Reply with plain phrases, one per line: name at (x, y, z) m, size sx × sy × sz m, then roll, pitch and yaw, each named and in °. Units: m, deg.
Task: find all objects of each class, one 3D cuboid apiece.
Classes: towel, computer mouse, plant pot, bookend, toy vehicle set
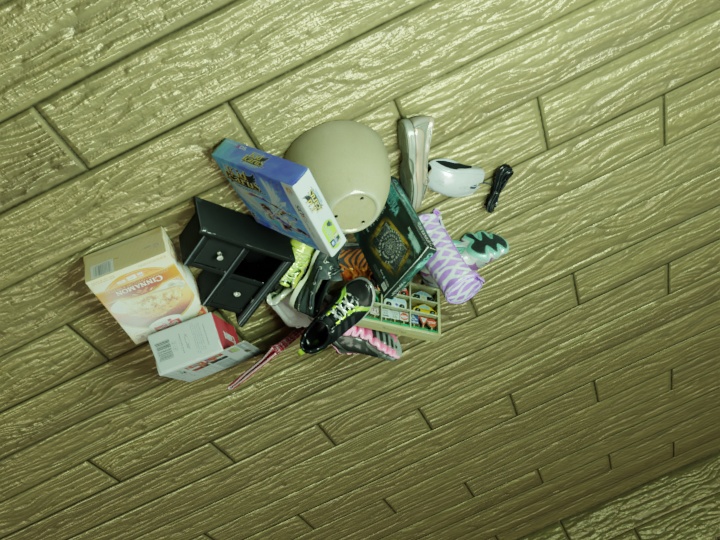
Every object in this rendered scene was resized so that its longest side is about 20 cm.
towel at (-0.192, 0.179, 1.572) m, size 0.145 × 0.022 × 0.200 m, roll -40°, pitch 179°, yaw 20°
computer mouse at (0.207, -0.169, 1.450) m, size 0.200 × 0.044 × 0.110 m, roll 5°, pitch 133°, yaw -27°
plant pot at (-0.030, -0.144, 1.307) m, size 0.200 × 0.135 × 0.200 m, roll -12°, pitch 137°, yaw -11°
bookend at (-0.261, -0.010, 1.382) m, size 0.200 × 0.092 × 0.199 m, roll 20°, pitch 125°, yaw -36°
toy vehicle set at (0.071, 0.074, 1.552) m, size 0.200 × 0.124 × 0.027 m, roll 12°, pitch 140°, yaw -13°

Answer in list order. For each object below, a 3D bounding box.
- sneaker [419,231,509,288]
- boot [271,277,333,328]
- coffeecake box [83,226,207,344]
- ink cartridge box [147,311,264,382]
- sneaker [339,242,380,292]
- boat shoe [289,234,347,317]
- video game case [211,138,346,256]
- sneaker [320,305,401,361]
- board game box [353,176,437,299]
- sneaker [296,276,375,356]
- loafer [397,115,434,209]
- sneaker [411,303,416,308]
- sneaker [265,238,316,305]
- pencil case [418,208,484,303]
sneaker at (0.222, -0.008, 1.612) m, size 0.200 × 0.078 × 0.140 m, roll -9°, pitch 140°, yaw 0°
boot at (-0.104, 0.093, 1.586) m, size 0.096 × 0.074 × 0.200 m, roll -31°, pitch 130°, yaw 19°
coffeecake box at (-0.397, 0.032, 1.384) m, size 0.153 × 0.073 × 0.200 m, roll -22°, pitch 139°, yaw -2°
ink cartridge box at (-0.302, 0.150, 1.482) m, size 0.175 × 0.084 × 0.200 m, roll -21°, pitch 167°, yaw -2°
sneaker at (0.000, 0.000, 1.489) m, size 0.200 × 0.112 × 0.078 m, roll -20°, pitch 138°, yaw -1°
boat shoe at (-0.067, 0.008, 1.441) m, size 0.199 × 0.066 × 0.074 m, roll -57°, pitch 162°, yaw 17°
video game case at (-0.136, -0.122, 1.245) m, size 0.045 × 0.200 × 0.181 m, roll -51°, pitch 142°, yaw -20°
sneaker at (-0.010, 0.147, 1.555) m, size 0.200 × 0.079 × 0.095 m, roll 27°, pitch 125°, yaw -15°
board game box at (0.056, -0.064, 1.379) m, size 0.028 × 0.200 × 0.135 m, roll 15°, pitch 128°, yaw -39°
sneaker at (-0.046, 0.098, 1.438) m, size 0.200 × 0.072 × 0.083 m, roll -48°, pitch 178°, yaw 10°
loafer at (0.109, -0.194, 1.364) m, size 0.063 × 0.072 × 0.200 m, roll -17°, pitch 136°, yaw -10°
sneaker at (0.043, 0.121, 1.625) m, size 0.200 × 0.070 × 0.109 m, roll -22°, pitch 173°, yaw 1°
sneaker at (-0.129, -0.009, 1.446) m, size 0.075 × 0.076 × 0.200 m, roll 20°, pitch 123°, yaw -24°
pencil case at (0.166, -0.029, 1.472) m, size 0.085 × 0.200 × 0.084 m, roll -37°, pitch 147°, yaw 15°
